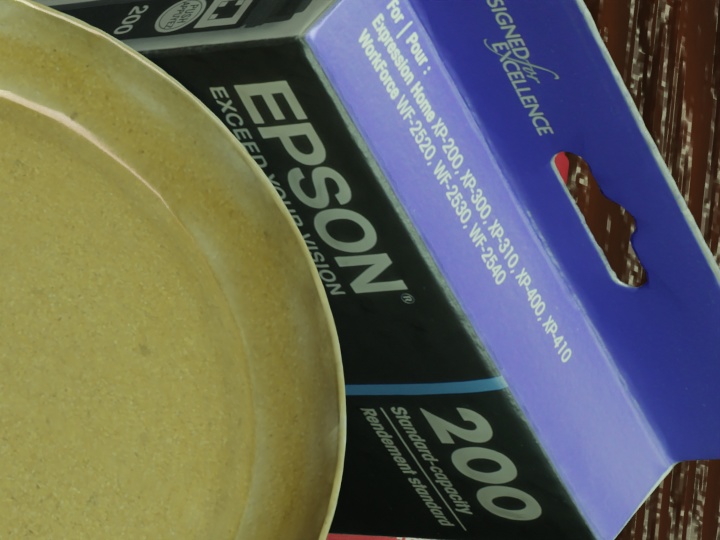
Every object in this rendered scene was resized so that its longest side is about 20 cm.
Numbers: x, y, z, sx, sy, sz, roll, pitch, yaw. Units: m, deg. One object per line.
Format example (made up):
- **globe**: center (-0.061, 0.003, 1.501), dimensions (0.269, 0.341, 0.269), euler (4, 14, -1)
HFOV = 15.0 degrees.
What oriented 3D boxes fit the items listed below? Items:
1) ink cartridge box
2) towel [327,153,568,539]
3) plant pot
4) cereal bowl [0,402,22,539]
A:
- **ink cartridge box**: center (0.000, 0.000, 0.766), dimensions (0.198, 0.200, 0.043), euler (58, 45, -34)
- **towel**: center (0.006, 0.031, 0.935), dimensions (0.144, 0.022, 0.200), euler (18, 71, -33)
- **plant pot**: center (-0.099, 0.024, 0.659), dimensions (0.200, 0.027, 0.200), euler (11, 63, -23)
- **cereal bowl**: center (-0.172, 0.074, 0.685), dimensions (0.200, 0.083, 0.200), euler (-1, 79, 3)
